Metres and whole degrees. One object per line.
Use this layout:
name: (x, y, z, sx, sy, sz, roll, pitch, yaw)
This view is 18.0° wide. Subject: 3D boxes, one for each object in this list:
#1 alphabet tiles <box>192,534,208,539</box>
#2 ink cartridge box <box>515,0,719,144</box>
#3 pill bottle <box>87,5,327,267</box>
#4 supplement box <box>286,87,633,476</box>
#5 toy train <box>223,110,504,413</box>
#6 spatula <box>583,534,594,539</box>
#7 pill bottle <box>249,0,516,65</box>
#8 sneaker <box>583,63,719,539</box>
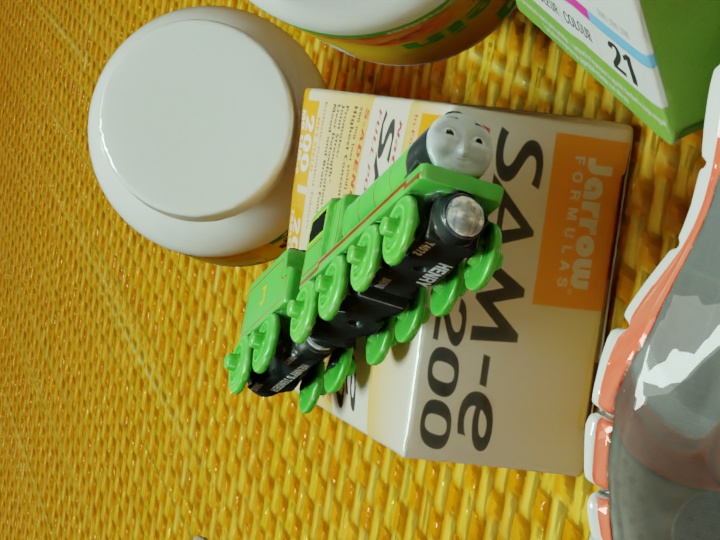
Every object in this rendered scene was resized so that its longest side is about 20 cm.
alphabet tiles: (-0.072, 0.207, 0.874, 0.168, 0.008, 0.200, -62, -23, -17)
ink cartridge box: (0.069, -0.159, 0.641, 0.148, 0.075, 0.201, -123, 11, -65)
pill bottle: (-0.065, -0.061, 1.051, 0.200, 0.112, 0.114, 49, -133, -87)
supplement box: (0.027, -0.003, 0.877, 0.200, 0.073, 0.127, -162, 79, -73)
toy train: (0.000, 0.000, 0.781, 0.200, 0.041, 0.057, 140, 144, -62)
spatula: (0.085, 0.085, 0.739, 0.201, 0.020, 0.057, 113, 156, -45)
pill bottle: (0.010, -0.134, 0.836, 0.200, 0.110, 0.112, -3, -79, -80)
sneaker: (0.114, 0.020, 0.583, 0.082, 0.076, 0.202, -147, 64, -65)
